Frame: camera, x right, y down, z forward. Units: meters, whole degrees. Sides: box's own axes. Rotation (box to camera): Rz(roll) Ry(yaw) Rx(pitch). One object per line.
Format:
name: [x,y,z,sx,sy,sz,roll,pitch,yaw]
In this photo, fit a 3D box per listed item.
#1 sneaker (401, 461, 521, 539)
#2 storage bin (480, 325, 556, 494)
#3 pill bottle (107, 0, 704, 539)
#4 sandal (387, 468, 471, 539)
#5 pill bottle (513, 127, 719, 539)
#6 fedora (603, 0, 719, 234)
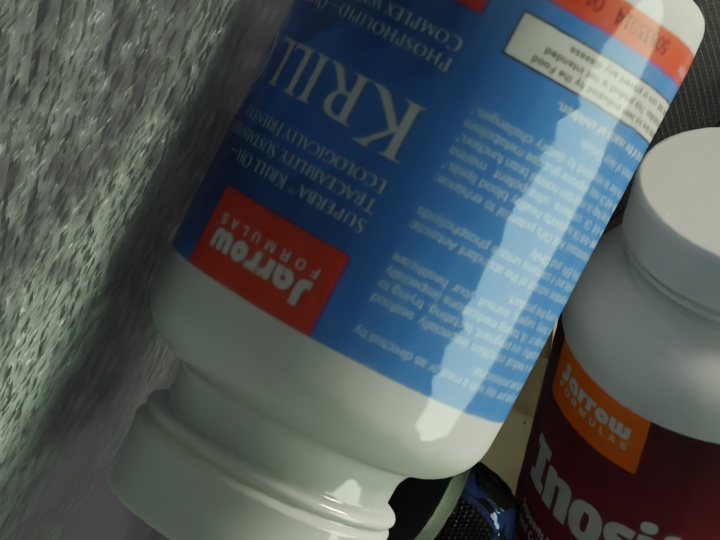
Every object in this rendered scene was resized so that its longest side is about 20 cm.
sneaker: [-0.018,0.133,0.759,0.200,0.075,0.078,-38,-165,30]
storage bin: [0.033,0.105,0.993,0.200,0.094,0.199,-69,178,-67]
pill bottle: [0.007,-0.009,0.572,0.200,0.112,0.112,-63,171,3]
sandal: [0.019,0.022,0.707,0.048,0.075,0.201,28,88,-43]
pill bottle: [0.121,0.053,0.723,0.113,0.113,0.200,-52,157,-49]
fedora: [0.135,-0.074,0.760,0.177,0.090,0.200,-3,151,-40]
